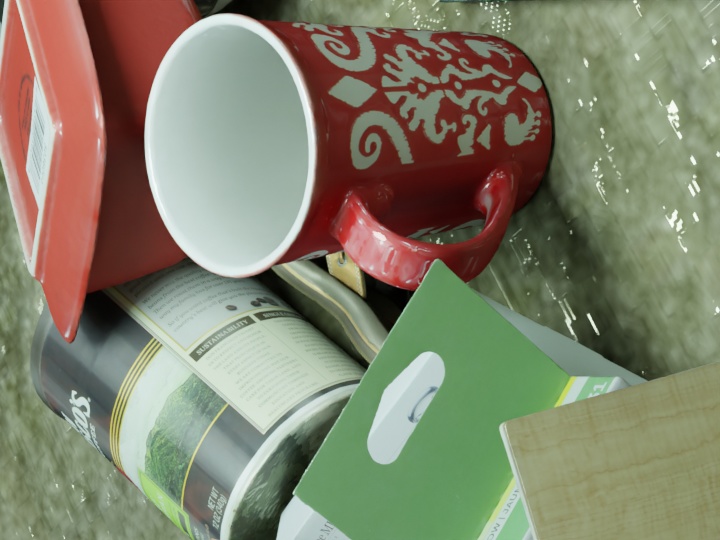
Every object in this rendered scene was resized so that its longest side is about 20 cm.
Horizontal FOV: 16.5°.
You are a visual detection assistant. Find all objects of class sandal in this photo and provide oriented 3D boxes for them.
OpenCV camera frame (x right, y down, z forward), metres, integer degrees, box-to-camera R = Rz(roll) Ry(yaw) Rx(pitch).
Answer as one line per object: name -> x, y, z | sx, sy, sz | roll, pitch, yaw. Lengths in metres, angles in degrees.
sandal -> 0.000, 0.000, 1.447 | 0.200, 0.080, 0.054 | 46, 109, 30

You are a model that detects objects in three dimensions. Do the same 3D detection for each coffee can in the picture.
coffee can -> -0.082, 0.079, 1.484 | 0.200, 0.146, 0.147 | 38, 120, 36

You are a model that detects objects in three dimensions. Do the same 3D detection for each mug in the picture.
mug -> 0.007, -0.053, 1.340 | 0.133, 0.199, 0.179 | -36, 70, 41

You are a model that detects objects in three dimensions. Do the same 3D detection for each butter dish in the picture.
butter dish -> -0.126, -0.091, 1.438 | 0.201, 0.147, 0.200 | 107, 152, -48

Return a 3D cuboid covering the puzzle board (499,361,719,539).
puzzle board -> 0.180, 0.121, 1.206 | 0.017, 0.199, 0.152 | 130, 124, -73

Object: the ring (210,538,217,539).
ring -> 0.008, 0.191, 1.308 | 0.200, 0.200, 0.019 | 16, 77, 43

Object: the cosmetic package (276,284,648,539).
cosmetic package -> 0.063, 0.117, 1.346 | 0.150, 0.052, 0.200 | 28, 125, -10

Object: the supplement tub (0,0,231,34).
supplement tub -> -0.147, -0.202, 1.534 | 0.199, 0.122, 0.124 | -13, 86, 45

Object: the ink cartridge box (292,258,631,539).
ink cartridge box -> 0.082, 0.110, 1.220 | 0.048, 0.200, 0.146 | -2, 51, 58

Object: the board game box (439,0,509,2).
board game box -> 0.119, -0.198, 1.337 | 0.199, 0.023, 0.106 | 5, 96, 45
